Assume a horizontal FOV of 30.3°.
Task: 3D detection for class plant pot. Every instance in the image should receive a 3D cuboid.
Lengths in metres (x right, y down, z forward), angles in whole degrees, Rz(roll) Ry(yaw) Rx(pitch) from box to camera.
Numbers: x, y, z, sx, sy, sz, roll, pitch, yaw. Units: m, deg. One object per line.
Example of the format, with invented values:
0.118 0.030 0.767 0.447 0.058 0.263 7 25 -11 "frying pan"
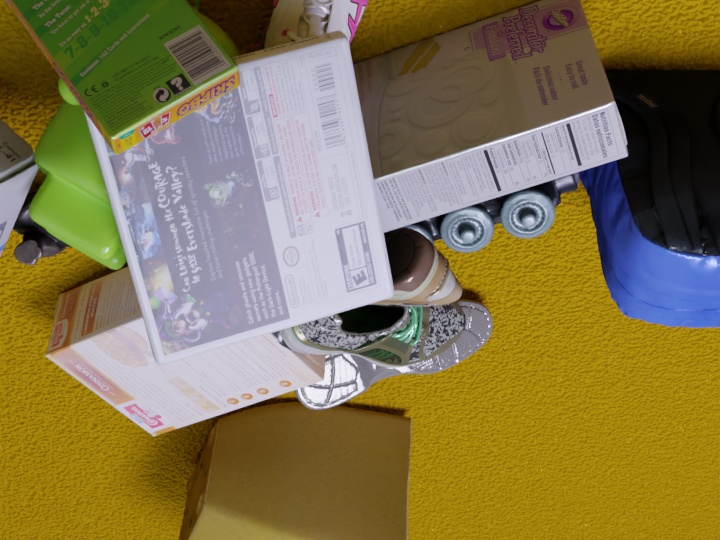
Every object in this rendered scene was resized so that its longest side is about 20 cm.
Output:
-0.076 0.252 1.344 0.198 0.197 0.195 17 132 -12 "plant pot"

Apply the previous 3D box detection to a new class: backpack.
0.264 -0.045 1.064 0.161 0.201 0.169 -4 137 -4 "backpack"

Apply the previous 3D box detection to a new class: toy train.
0.077 -0.077 1.099 0.198 0.086 0.115 -15 123 12 "toy train"

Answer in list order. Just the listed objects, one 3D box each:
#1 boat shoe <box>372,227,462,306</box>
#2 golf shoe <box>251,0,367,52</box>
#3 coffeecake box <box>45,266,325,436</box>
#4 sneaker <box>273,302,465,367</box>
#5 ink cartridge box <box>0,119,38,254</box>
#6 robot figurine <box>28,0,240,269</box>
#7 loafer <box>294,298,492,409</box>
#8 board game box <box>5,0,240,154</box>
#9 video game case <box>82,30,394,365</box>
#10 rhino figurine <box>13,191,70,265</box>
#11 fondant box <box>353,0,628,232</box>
0.000 0.000 1.074 0.076 0.199 0.072 34 80 -39 "boat shoe"
-0.031 -0.181 0.964 0.072 0.093 0.201 8 133 -13 "golf shoe"
-0.153 0.059 1.190 0.199 0.074 0.154 -20 136 26 "coffeecake box"
0.024 0.047 1.152 0.199 0.078 0.088 2 177 -37 "sneaker"
-0.350 -0.049 1.020 0.147 0.086 0.200 39 130 7 "ink cartridge box"
-0.158 -0.105 0.965 0.115 0.201 0.176 29 173 6 "robot figurine"
0.024 0.068 1.255 0.198 0.063 0.072 -20 111 -10 "loafer"
-0.172 -0.174 0.873 0.095 0.201 0.030 -32 160 -16 "board game box"
-0.079 -0.047 0.920 0.180 0.023 0.202 -16 117 -10 "video game case"
-0.203 -0.058 1.081 0.198 0.087 0.060 -19 96 10 "rhino figurine"
0.087 -0.120 1.002 0.198 0.145 0.058 -16 134 10 "fondant box"
